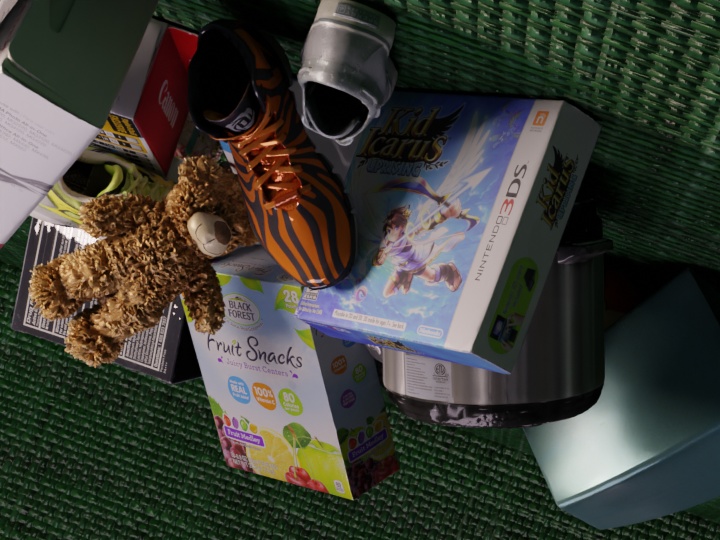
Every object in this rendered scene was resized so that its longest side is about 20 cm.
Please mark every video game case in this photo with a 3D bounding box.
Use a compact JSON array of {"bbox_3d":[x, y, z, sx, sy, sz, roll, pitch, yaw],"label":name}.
[{"bbox_3d":[0.056,-0.033,1.381,0.045,0.182,0.200,29,168,-38],"label":"video game case"}]

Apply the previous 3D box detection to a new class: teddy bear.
[{"bbox_3d":[-0.169,-0.004,1.596,0.199,0.145,0.067,-18,-170,3],"label":"teddy bear"}]

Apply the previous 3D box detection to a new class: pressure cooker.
[{"bbox_3d":[0.101,0.007,1.511,0.175,0.201,0.179,-3,-170,1],"label":"pressure cooker"}]

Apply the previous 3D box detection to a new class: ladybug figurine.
[{"bbox_3d":[0.218,0.040,1.805,0.135,0.072,0.200,19,171,8],"label":"ladybug figurine"}]

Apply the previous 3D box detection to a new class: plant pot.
[{"bbox_3d":[0.251,0.126,1.696,0.141,0.200,0.142,31,-150,-52],"label":"plant pot"}]

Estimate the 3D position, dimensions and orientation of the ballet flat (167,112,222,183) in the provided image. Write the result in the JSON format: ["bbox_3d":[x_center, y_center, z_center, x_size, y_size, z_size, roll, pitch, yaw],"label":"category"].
[{"bbox_3d":[-0.160,-0.110,1.790,0.075,0.064,0.200,20,172,-3],"label":"ballet flat"}]

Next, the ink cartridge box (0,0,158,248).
[{"bbox_3d":[-0.238,-0.114,1.403,0.083,0.145,0.200,32,135,-18],"label":"ink cartridge box"}]

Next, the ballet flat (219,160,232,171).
[{"bbox_3d":[-0.054,-0.043,1.926,0.199,0.071,0.069,21,170,-7],"label":"ballet flat"}]

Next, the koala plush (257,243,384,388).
[{"bbox_3d":[-0.012,-0.003,1.779,0.199,0.178,0.184,15,-176,14],"label":"koala plush"}]

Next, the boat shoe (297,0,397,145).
[{"bbox_3d":[-0.016,-0.125,1.345,0.070,0.072,0.201,20,171,2],"label":"boat shoe"}]

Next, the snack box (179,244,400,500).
[{"bbox_3d":[-0.064,0.082,1.705,0.168,0.201,0.068,8,-152,45],"label":"snack box"}]

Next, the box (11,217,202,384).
[{"bbox_3d":[-0.226,-0.013,2.024,0.198,0.201,0.123,17,-169,22],"label":"box"}]

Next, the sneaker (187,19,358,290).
[{"bbox_3d":[-0.070,-0.080,1.370,0.077,0.200,0.112,-27,172,13],"label":"sneaker"}]

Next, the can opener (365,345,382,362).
[{"bbox_3d":[0.000,0.000,1.595,0.053,0.067,0.200,11,141,44],"label":"can opener"}]

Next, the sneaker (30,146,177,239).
[{"bbox_3d":[-0.191,-0.053,1.645,0.199,0.076,0.076,15,163,-25],"label":"sneaker"}]

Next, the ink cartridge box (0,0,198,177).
[{"bbox_3d":[-0.193,-0.145,1.589,0.175,0.084,0.200,19,171,6],"label":"ink cartridge box"}]

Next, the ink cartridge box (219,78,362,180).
[{"bbox_3d":[-0.041,-0.093,1.604,0.115,0.068,0.200,20,171,6],"label":"ink cartridge box"}]
